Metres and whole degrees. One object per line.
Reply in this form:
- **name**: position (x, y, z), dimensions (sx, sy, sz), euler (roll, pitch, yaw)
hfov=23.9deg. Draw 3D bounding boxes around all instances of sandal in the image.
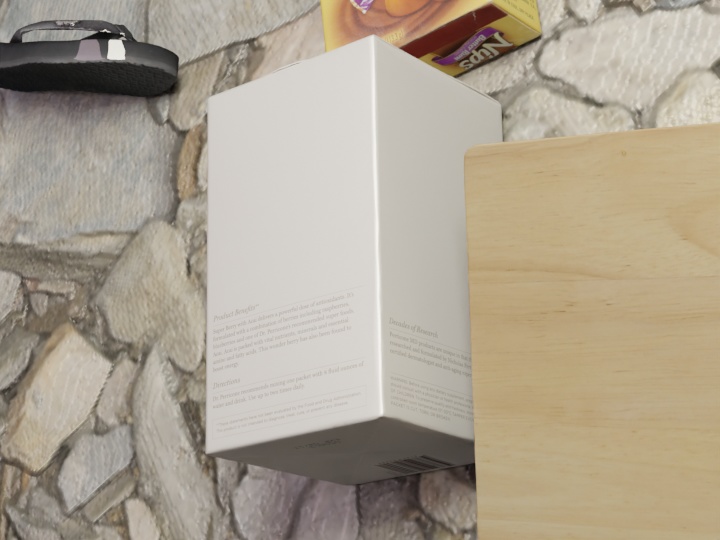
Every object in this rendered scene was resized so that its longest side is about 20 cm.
- **sandal**: position (-0.201, -0.148, 1.139), dimensions (0.200, 0.076, 0.043), euler (7, 83, 41)

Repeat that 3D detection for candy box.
- **candy box**: position (0.030, -0.209, 0.983), dimensions (0.116, 0.056, 0.201), euler (-23, 62, 33)

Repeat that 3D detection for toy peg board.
- **toy peg board**: position (0.159, 0.035, 0.792), dimensions (0.199, 0.098, 0.200), euler (-2, 91, 40)

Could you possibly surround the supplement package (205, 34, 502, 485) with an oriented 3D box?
- **supplement package**: position (0.000, 0.000, 0.899), dimensions (0.121, 0.120, 0.201), euler (-15, 67, 37)
